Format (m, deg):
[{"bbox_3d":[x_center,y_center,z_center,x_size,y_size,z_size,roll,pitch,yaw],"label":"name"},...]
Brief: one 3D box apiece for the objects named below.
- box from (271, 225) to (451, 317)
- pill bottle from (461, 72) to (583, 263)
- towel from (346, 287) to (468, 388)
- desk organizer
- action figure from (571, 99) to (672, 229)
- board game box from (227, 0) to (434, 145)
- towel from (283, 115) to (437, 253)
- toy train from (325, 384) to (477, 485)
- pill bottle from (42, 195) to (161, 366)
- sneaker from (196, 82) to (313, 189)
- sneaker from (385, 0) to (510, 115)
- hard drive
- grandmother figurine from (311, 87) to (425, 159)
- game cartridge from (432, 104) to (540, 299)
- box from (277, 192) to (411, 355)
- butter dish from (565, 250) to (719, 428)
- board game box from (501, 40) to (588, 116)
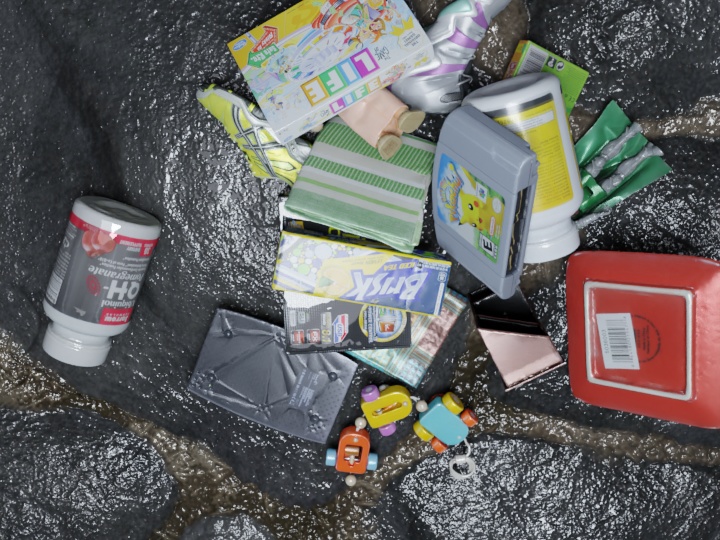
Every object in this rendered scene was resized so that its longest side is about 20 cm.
[{"bbox_3d":[0.000,0.000,0.880,0.200,0.064,0.070,10,100,-7],"label":"box"},{"bbox_3d":[0.191,-0.115,0.859,0.112,0.112,0.200,-16,109,6],"label":"pill bottle"},{"bbox_3d":[0.021,0.051,0.984,0.200,0.022,0.147,29,103,-2],"label":"towel"},{"bbox_3d":[0.178,0.066,0.892,0.072,0.200,0.077,-27,96,9],"label":"desk organizer"},{"bbox_3d":[0.276,-0.097,0.933,0.200,0.055,0.118,-43,98,14],"label":"action figure"},{"bbox_3d":[-0.035,-0.250,0.855,0.200,0.034,0.135,-30,71,2],"label":"board game box"},{"bbox_3d":[0.009,-0.110,0.881,0.152,0.200,0.023,18,135,0],"label":"towel"},{"bbox_3d":[0.055,0.216,1.003,0.200,0.056,0.151,3,112,0],"label":"toy train"},{"bbox_3d":[-0.336,0.015,0.955,0.111,0.111,0.200,21,101,-1],"label":"pill bottle"},{"bbox_3d":[-0.125,-0.159,0.930,0.200,0.075,0.076,36,100,-2],"label":"sneaker"},{"bbox_3d":[0.123,-0.243,0.906,0.200,0.078,0.140,-32,99,18],"label":"sneaker"},{"bbox_3d":[-0.116,0.137,1.000,0.200,0.042,0.135,22,101,-2],"label":"hard drive"},{"bbox_3d":[-0.022,-0.218,0.893,0.121,0.061,0.200,-44,71,3],"label":"grandmother figurine"},{"bbox_3d":[0.133,-0.076,0.837,0.040,0.133,0.200,-24,137,-21],"label":"game cartridge"},{"bbox_3d":[-0.019,0.000,0.933,0.160,0.044,0.200,-2,103,-4],"label":"box"},{"bbox_3d":[0.368,0.066,0.916,0.199,0.148,0.200,5,106,43],"label":"butter dish"},{"bbox_3d":[0.196,-0.168,0.920,0.095,0.030,0.200,19,99,-22],"label":"board game box"}]
